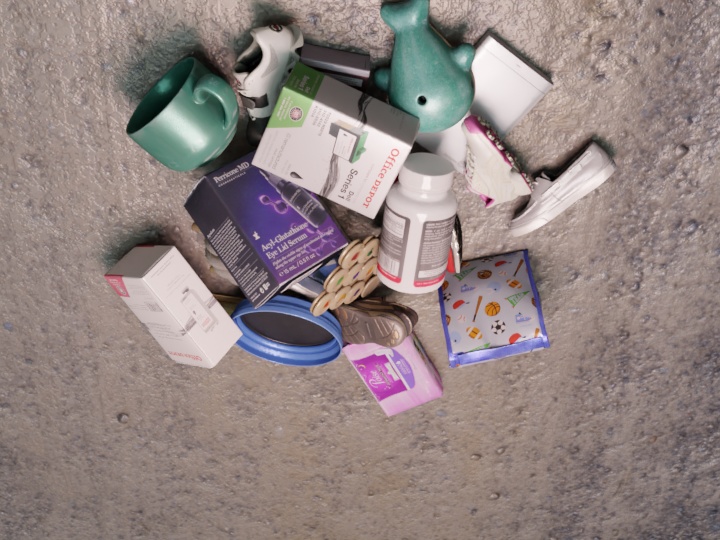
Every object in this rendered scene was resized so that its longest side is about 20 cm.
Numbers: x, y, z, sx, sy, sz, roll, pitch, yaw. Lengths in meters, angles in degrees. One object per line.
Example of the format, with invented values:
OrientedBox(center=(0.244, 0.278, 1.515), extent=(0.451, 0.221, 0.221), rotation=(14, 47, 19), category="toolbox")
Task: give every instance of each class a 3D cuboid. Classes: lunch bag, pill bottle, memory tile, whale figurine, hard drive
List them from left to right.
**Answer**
OrientedBox(center=(0.000, 0.000, 1.629), extent=(0.017, 0.200, 0.153), rotation=(40, 117, 16), category="memory tile")
OrientedBox(center=(0.089, -0.074, 1.546), extent=(0.111, 0.111, 0.200), rotation=(5, 121, -4), category="pill bottle")
OrientedBox(center=(0.088, -0.295, 1.458), extent=(0.159, 0.104, 0.200), rotation=(-11, 112, 22), category="whale figurine")
OrientedBox(center=(0.179, -0.252, 1.545), extent=(0.132, 0.027, 0.200), rotation=(32, 119, -21), category="hard drive")
OrientedBox(center=(0.219, 0.078, 1.671), extent=(0.170, 0.200, 0.124), rotation=(-13, 124, 7), category="lunch bag")

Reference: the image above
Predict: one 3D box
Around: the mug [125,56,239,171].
OrientedBox(center=(-0.247, -0.216, 1.468), extent=(0.152, 0.185, 0.114), rotation=(-48, 118, 1), category="mug")

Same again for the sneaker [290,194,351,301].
OrientedBox(center=(-0.096, -0.029, 1.661), extent=(0.146, 0.081, 0.200), rotation=(-29, 127, 11), category="sneaker")

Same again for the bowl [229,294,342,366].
OrientedBox(center=(-0.127, 0.103, 1.719), extent=(0.201, 0.039, 0.201), rotation=(8, 150, 5), category="bowl")

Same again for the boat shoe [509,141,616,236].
OrientedBox(center=(0.311, -0.130, 1.611), extent=(0.200, 0.072, 0.069), rotation=(-36, 97, 29), category="boat shoe")

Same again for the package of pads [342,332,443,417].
OrientedBox(center=(0.055, 0.166, 1.805), extent=(0.120, 0.076, 0.200), rotation=(-25, 122, 12), category="package of pads")

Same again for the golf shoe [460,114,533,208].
OrientedBox(center=(0.193, -0.160, 1.547), extent=(0.092, 0.075, 0.200), rotation=(-30, 139, 15), category="golf shoe")

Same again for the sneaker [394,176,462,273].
OrientedBox(center=(0.112, -0.082, 1.643), extent=(0.085, 0.077, 0.200), rotation=(-17, 113, 17), category="sneaker")

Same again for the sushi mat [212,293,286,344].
OrientedBox(center=(-0.222, 0.083, 1.781), extent=(0.200, 0.012, 0.096), rotation=(9, 125, -7), category="sushi mat")

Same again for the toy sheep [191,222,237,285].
OrientedBox(center=(-0.191, -0.039, 1.629), extent=(0.138, 0.138, 0.200), rotation=(-14, 130, 9), category="toy sheep")

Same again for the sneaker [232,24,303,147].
OrientedBox(center=(-0.155, -0.272, 1.479), extent=(0.088, 0.074, 0.200), rotation=(-5, 130, -32), category="sneaker")

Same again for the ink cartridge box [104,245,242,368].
OrientedBox(center=(-0.311, 0.059, 1.669), extent=(0.146, 0.083, 0.200), rotation=(1, 133, 51), category="ink cartridge box")

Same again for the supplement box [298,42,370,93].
OrientedBox(center=(-0.056, -0.234, 1.532), extent=(0.109, 0.061, 0.200), rotation=(11, 123, -6), category="supplement box")

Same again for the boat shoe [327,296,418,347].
OrientedBox(center=(0.021, 0.084, 1.710), extent=(0.073, 0.200, 0.075), rotation=(-28, 117, -35), category="boat shoe")

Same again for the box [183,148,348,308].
OrientedBox(center=(-0.143, -0.070, 1.510), extent=(0.200, 0.148, 0.104), rotation=(54, 145, 2), category="box")

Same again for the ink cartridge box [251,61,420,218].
OrientedBox(center=(-0.034, -0.184, 1.445), extent=(0.200, 0.084, 0.146), rotation=(24, 128, -5), category="ink cartridge box")
